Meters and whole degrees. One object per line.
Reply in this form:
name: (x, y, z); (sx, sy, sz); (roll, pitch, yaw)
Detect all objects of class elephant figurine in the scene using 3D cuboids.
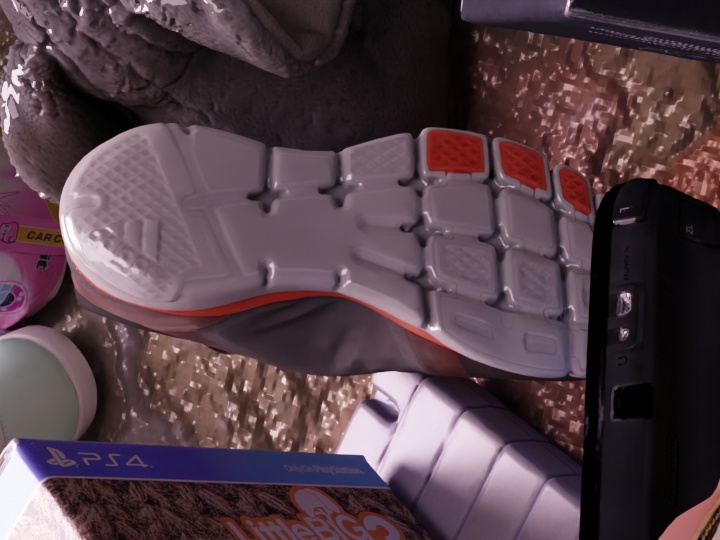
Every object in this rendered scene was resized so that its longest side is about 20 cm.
elephant figurine: (-0.067, -0.085, 0.970); (0.155, 0.200, 0.142); (29, 106, 39)

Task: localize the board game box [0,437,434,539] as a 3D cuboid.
board game box: (-0.019, 0.152, 0.875); (0.200, 0.159, 0.097); (47, 115, 33)

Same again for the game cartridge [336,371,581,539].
game cartridge: (0.017, 0.143, 0.981); (0.130, 0.038, 0.200); (37, 110, 33)

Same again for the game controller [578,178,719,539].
game controller: (0.096, 0.074, 0.847); (0.042, 0.104, 0.200); (-8, 59, 24)

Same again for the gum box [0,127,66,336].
gum box: (-0.201, -0.057, 1.145); (0.066, 0.113, 0.200); (-54, 55, 25)

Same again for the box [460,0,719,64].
box: (0.118, -0.106, 0.783); (0.200, 0.148, 0.107); (-146, 65, -83)

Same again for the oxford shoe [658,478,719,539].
oxford shoe: (0.140, 0.053, 0.801); (0.074, 0.200, 0.071); (-30, 109, 36)

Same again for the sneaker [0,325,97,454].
sneaker: (-0.200, 0.096, 1.122); (0.200, 0.118, 0.074); (-41, 82, 32)

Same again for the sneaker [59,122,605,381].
sneaker: (0.000, 0.000, 0.946); (0.082, 0.200, 0.077); (118, 162, -65)
